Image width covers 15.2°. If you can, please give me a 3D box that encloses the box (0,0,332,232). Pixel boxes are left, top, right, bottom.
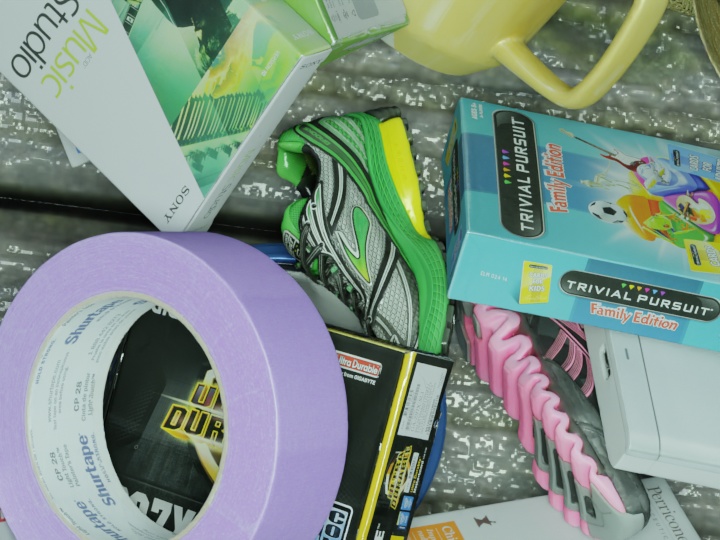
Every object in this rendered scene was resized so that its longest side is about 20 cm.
[{"bbox_3d":[-0.126,-0.132,1.464,0.200,0.036,0.144,43,122,11],"label":"box"}]

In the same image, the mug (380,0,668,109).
[{"bbox_3d":[0.071,-0.184,1.510,0.149,0.187,0.153,22,118,-24],"label":"mug"}]

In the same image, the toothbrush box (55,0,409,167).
[{"bbox_3d":[-0.094,-0.163,1.510,0.200,0.086,0.146,-21,91,35],"label":"toothbrush box"}]

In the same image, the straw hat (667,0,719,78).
[{"bbox_3d":[0.206,-0.190,1.554,0.085,0.201,0.202,5,90,38],"label":"straw hat"}]

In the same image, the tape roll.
[{"bbox_3d":[-0.105,0.079,1.431,0.200,0.066,0.201,1,92,35],"label":"tape roll"}]

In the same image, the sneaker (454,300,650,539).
[{"bbox_3d":[0.128,0.064,1.531,0.095,0.079,0.200,-17,52,-15],"label":"sneaker"}]

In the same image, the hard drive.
[{"bbox_3d":[0.224,0.072,1.517,0.200,0.132,0.027,13,134,-20],"label":"hard drive"}]

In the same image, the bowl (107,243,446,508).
[{"bbox_3d":[-0.049,0.084,1.578,0.200,0.039,0.201,0,90,-1],"label":"bowl"}]

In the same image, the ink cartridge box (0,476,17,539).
[{"bbox_3d":[-0.250,0.217,1.488,0.146,0.147,0.200,-10,83,33],"label":"ink cartridge box"}]

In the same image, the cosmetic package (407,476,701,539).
[{"bbox_3d":[0.095,0.186,1.510,0.200,0.102,0.071,-8,133,-21],"label":"cosmetic package"}]

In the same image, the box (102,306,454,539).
[{"bbox_3d":[-0.057,0.101,1.482,0.200,0.049,0.160,15,92,37],"label":"box"}]

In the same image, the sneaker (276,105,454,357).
[{"bbox_3d":[0.000,0.000,1.529,0.085,0.078,0.200,-7,56,-15],"label":"sneaker"}]

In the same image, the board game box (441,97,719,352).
[{"bbox_3d":[0.148,-0.024,1.514,0.200,0.151,0.047,11,121,-7],"label":"board game box"}]
